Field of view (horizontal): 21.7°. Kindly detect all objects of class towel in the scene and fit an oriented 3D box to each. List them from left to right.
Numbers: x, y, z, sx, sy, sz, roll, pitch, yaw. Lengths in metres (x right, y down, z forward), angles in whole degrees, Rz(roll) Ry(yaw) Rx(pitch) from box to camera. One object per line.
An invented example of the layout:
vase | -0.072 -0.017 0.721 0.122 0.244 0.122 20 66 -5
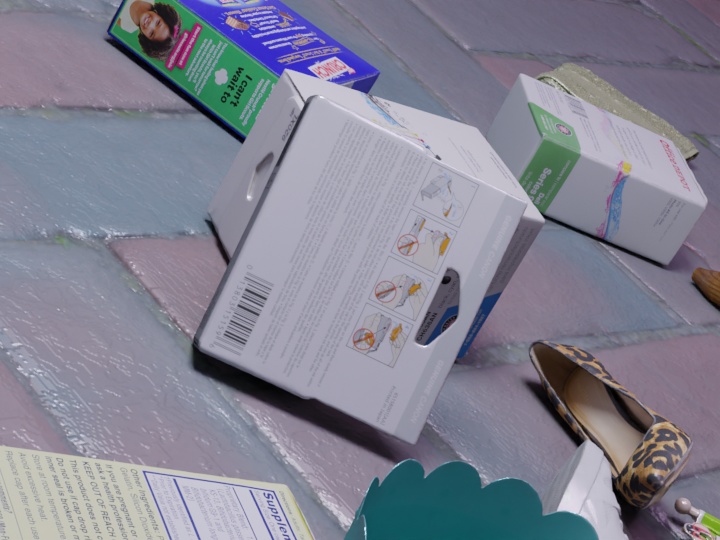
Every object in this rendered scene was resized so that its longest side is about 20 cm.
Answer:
towel | 0.300 -0.179 2.206 0.200 0.037 0.148 35 24 11

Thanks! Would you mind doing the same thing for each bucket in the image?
bucket | 0.061 0.221 1.066 0.207 0.135 0.207 24 25 -12

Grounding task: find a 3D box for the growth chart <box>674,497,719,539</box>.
growth chart | 0.302 0.259 1.402 0.144 0.018 0.200 26 27 -7

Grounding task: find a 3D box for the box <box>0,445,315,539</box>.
box | -0.138 0.182 0.870 0.199 0.176 0.097 13 30 -33

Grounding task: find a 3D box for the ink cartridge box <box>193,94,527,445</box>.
ink cartridge box | 0.000 0.000 1.346 0.173 0.201 0.044 26 -1 -11

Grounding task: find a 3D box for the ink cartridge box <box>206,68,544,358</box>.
ink cartridge box | 0.009 -0.042 1.491 0.199 0.147 0.145 13 30 -33

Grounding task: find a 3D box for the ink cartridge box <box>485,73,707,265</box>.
ink cartridge box | 0.242 -0.104 1.940 0.199 0.088 0.145 20 27 -18

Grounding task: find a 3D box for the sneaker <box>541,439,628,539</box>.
sneaker | 0.172 0.208 1.300 0.115 0.074 0.200 31 34 -3

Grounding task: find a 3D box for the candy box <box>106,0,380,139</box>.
candy box | -0.107 -0.202 1.753 0.200 0.077 0.169 36 24 15

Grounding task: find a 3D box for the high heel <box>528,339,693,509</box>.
high heel | 0.185 0.116 1.468 0.142 0.071 0.200 38 8 1

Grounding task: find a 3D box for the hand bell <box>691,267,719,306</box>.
hand bell | 0.410 0.046 1.868 0.104 0.104 0.200 2 26 -46
